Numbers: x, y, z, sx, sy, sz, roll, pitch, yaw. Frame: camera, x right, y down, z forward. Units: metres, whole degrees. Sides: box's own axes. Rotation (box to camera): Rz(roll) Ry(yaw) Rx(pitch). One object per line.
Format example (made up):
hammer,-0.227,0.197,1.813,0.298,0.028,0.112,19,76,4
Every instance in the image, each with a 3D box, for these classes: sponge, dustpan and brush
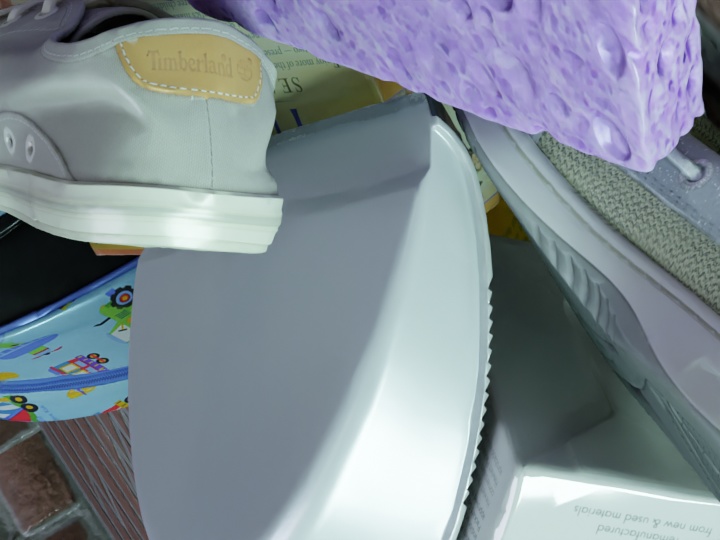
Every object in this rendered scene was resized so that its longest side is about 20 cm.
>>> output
sponge,-0.013,-0.100,0.649,0.199,0.030,0.112,22,137,34
dustpan and brush,-0.013,0.069,0.719,0.139,0.057,0.201,-13,64,55

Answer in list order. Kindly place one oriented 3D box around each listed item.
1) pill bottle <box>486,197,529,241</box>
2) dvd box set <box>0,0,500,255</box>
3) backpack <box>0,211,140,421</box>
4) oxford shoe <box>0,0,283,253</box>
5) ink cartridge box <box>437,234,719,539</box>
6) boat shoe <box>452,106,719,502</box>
pill bottle,0.000,0.000,0.896,0.201,0.109,0.109,66,168,-26
dvd box set,-0.056,-0.097,0.753,0.146,0.029,0.201,-1,119,48
backpack,-0.091,-0.023,1.018,0.183,0.199,0.135,49,165,42
oxford shoe,-0.074,-0.042,0.732,0.200,0.075,0.058,13,100,62
ink cartridge box,0.027,0.105,0.762,0.116,0.067,0.201,-109,33,-57
boat shoe,0.079,-0.006,0.667,0.075,0.065,0.202,56,179,-38
